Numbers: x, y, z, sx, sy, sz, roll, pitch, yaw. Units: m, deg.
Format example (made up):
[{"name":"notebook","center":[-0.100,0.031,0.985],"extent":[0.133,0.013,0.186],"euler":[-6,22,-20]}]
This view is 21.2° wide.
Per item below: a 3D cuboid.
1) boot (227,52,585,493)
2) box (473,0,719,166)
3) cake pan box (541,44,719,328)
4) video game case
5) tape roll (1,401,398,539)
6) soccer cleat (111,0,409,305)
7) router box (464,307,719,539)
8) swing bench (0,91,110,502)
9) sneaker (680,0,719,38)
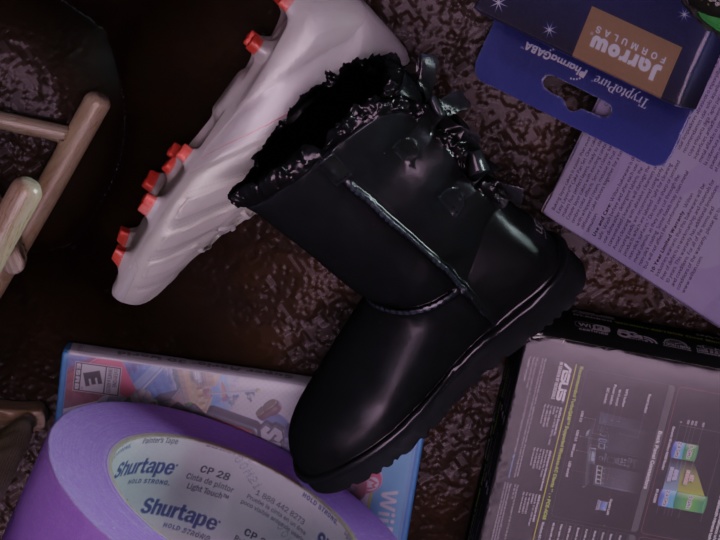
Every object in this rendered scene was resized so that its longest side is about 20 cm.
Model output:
[{"name":"boot","center":[0.000,0.001,0.956],"extent":[0.198,0.073,0.162],"euler":[-40,119,11]},{"name":"box","center":[0.134,-0.163,0.928],"extent":[0.121,0.032,0.200],"euler":[29,106,25]},{"name":"cake pan box","center":[0.207,-0.068,0.932],"extent":[0.184,0.052,0.200],"euler":[32,107,27]},{"name":"video game case","center":[-0.071,0.122,1.059],"extent":[0.199,0.018,0.144],"euler":[8,107,-2]},{"name":"tape roll","center":[-0.074,0.145,0.952],"extent":[0.200,0.200,0.066],"euler":[24,107,-7]},{"name":"soccer cleat","center":[-0.055,-0.054,0.980],"extent":[0.077,0.069,0.200],"euler":[34,102,-13]},{"name":"router box","center":[0.139,0.126,1.035],"extent":[0.149,0.062,0.201],"euler":[11,107,-2]},{"name":"swing bench","center":[-0.214,0.015,0.933],"extent":[0.129,0.199,0.201],"euler":[12,106,-3]},{"name":"sneaker","center":[0.229,-0.157,0.837],"extent":[0.199,0.085,0.078],"euler":[-17,70,-4]}]
